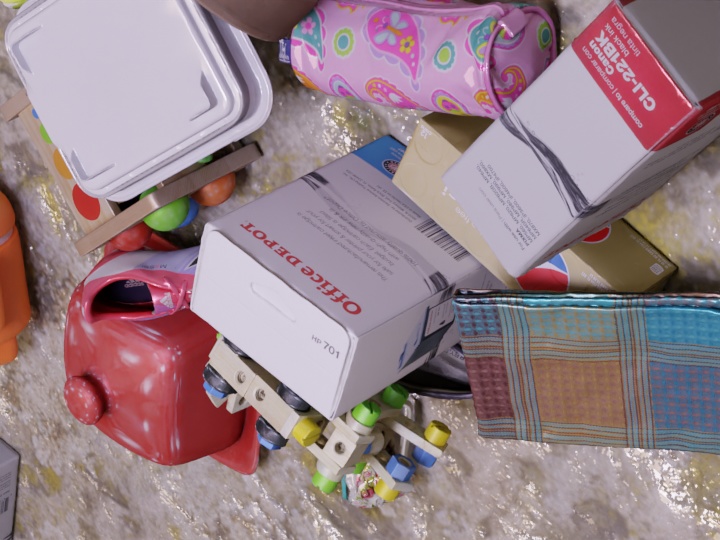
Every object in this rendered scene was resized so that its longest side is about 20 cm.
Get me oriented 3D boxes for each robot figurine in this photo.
[{"bbox_3d":[-0.375,-0.003,1.823,0.116,0.144,0.201,0,117,7],"label":"robot figurine"}]

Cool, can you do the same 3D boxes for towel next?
[{"bbox_3d":[0.168,0.070,1.315,0.199,0.022,0.147,1,132,17],"label":"towel"}]

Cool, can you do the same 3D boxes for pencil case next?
[{"bbox_3d":[0.039,-0.155,1.351,0.200,0.087,0.088,15,122,41],"label":"pencil case"}]

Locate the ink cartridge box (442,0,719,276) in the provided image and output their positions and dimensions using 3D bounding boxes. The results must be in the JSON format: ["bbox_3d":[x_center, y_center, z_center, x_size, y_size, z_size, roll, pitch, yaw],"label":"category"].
[{"bbox_3d":[0.165,-0.098,1.202,0.084,0.144,0.200,54,138,9],"label":"ink cartridge box"}]

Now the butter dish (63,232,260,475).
[{"bbox_3d":[-0.191,0.085,1.666,0.200,0.148,0.200,30,130,30],"label":"butter dish"}]

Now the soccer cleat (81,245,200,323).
[{"bbox_3d":[-0.130,0.008,1.568,0.199,0.077,0.067,-7,120,15],"label":"soccer cleat"}]

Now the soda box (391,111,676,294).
[{"bbox_3d":[0.119,-0.033,1.356,0.200,0.064,0.068,43,136,18],"label":"soda box"}]

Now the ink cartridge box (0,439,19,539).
[{"bbox_3d":[-0.441,0.272,2.021,0.084,0.144,0.201,35,132,28],"label":"ink cartridge box"}]

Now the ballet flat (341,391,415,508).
[{"bbox_3d":[0.009,0.096,1.546,0.064,0.076,0.201,-3,112,12],"label":"ballet flat"}]

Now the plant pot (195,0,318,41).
[{"bbox_3d":[-0.068,-0.286,1.309,0.175,0.200,0.200,-45,77,17],"label":"plant pot"}]

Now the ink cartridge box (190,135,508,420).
[{"bbox_3d":[0.000,0.000,1.389,0.146,0.200,0.086,37,134,24],"label":"ink cartridge box"}]

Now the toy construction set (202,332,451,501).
[{"bbox_3d":[-0.042,0.092,1.418,0.200,0.131,0.092,25,103,34],"label":"toy construction set"}]

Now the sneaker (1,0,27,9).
[{"bbox_3d":[-0.259,-0.288,1.577,0.200,0.076,0.105,-23,95,49],"label":"sneaker"}]

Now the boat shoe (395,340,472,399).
[{"bbox_3d":[0.015,0.050,1.455,0.199,0.065,0.072,17,106,9],"label":"boat shoe"}]

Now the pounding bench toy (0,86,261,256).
[{"bbox_3d":[-0.159,-0.116,1.539,0.200,0.124,0.156,-27,92,48],"label":"pounding bench toy"}]

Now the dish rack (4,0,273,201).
[{"bbox_3d":[-0.174,-0.149,1.429,0.200,0.044,0.172,-25,95,37],"label":"dish rack"}]
